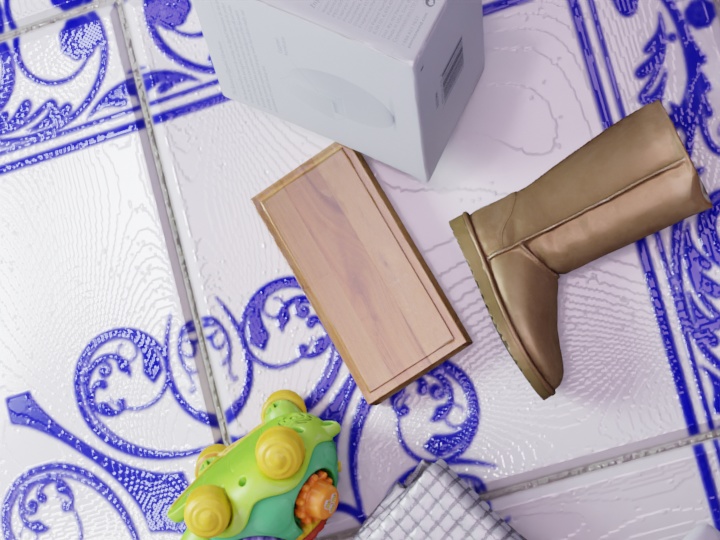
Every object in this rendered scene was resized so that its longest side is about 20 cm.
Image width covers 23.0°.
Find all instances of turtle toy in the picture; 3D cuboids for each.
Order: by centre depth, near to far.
[{"bbox_3d":[-0.088,0.192,1.438,0.200,0.146,0.101,-40,100,8],"label":"turtle toy"}]

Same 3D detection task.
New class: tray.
[{"bbox_3d":[0.000,0.000,1.473,0.098,0.037,0.201,-32,78,9],"label":"tray"}]

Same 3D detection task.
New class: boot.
[{"bbox_3d":[0.189,-0.016,1.414,0.198,0.066,0.177,-27,80,9],"label":"boot"}]

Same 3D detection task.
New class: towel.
[{"bbox_3d":[0.056,0.271,1.416,0.165,0.086,0.201,41,97,15],"label":"towel"}]

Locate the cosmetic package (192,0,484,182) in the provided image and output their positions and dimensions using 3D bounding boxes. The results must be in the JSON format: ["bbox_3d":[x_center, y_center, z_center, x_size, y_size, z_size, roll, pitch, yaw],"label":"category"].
[{"bbox_3d":[-0.014,-0.197,1.395,0.198,0.200,0.124,23,71,13],"label":"cosmetic package"}]

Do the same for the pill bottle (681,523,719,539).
[{"bbox_3d":[0.280,0.289,1.265,0.113,0.112,0.200,-46,78,6],"label":"pill bottle"}]
